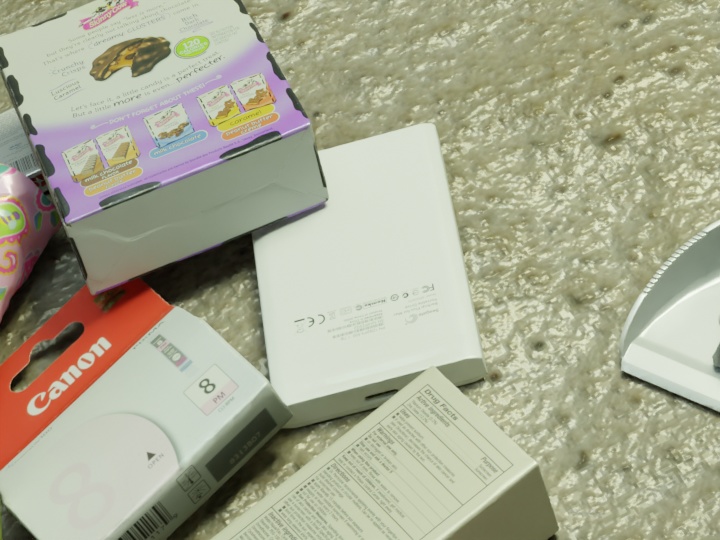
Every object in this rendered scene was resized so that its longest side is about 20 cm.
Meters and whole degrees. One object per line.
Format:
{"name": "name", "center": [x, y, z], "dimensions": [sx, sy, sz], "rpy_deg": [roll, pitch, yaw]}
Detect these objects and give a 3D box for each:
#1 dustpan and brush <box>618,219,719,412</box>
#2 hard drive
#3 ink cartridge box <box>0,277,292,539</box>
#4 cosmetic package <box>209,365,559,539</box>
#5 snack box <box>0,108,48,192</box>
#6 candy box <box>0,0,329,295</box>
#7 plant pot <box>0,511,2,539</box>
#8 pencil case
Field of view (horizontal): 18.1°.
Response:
{"name": "dustpan and brush", "center": [0.252, -0.009, 1.331], "dimensions": [0.139, 0.057, 0.200], "rpy_deg": [22, 60, 32]}
{"name": "hard drive", "center": [0.000, 0.000, 1.429], "dimensions": [0.131, 0.026, 0.201], "rpy_deg": [-15, 48, 6]}
{"name": "ink cartridge box", "center": [-0.161, 0.083, 1.383], "dimensions": [0.162, 0.057, 0.200], "rpy_deg": [-44, 54, -9]}
{"name": "cosmetic package", "center": [0.001, 0.158, 1.264], "dimensions": [0.199, 0.073, 0.104], "rpy_deg": [-36, 49, -13]}
{"name": "snack box", "center": [-0.161, -0.115, 1.580], "dimensions": [0.199, 0.024, 0.072], "rpy_deg": [-24, 47, -2]}
{"name": "candy box", "center": [-0.134, -0.100, 1.484], "dimensions": [0.167, 0.072, 0.200], "rpy_deg": [-22, 46, -7]}
{"name": "plant pot", "center": [-0.273, 0.189, 1.270], "dimensions": [0.199, 0.201, 0.191], "rpy_deg": [-11, 36, 9]}
{"name": "pencil case", "center": [-0.266, 0.019, 1.460], "dimensions": [0.087, 0.088, 0.201], "rpy_deg": [6, 53, 22]}
